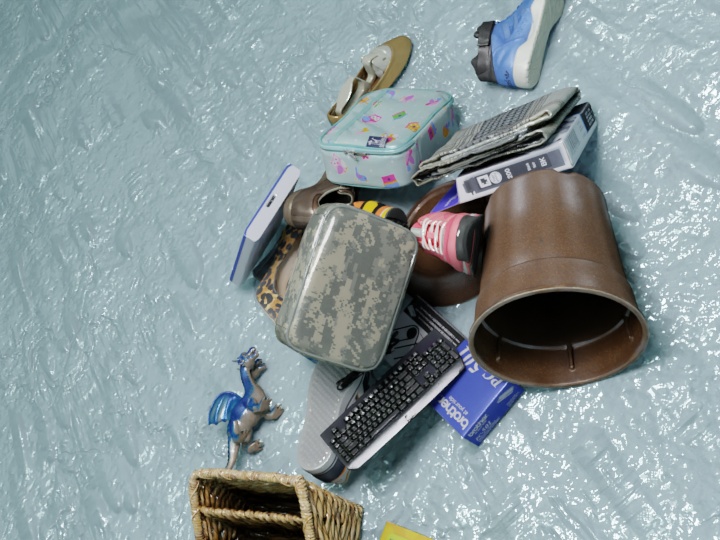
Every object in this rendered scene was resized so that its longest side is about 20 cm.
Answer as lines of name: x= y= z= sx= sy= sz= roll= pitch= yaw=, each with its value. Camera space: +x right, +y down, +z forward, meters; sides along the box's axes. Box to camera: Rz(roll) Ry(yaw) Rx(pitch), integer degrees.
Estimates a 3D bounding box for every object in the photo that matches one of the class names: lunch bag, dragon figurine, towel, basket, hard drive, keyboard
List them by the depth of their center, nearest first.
basket: x=-0.121 y=0.339 z=1.195 sx=0.199 sy=0.149 sz=0.144 roll=-3 pitch=63 yaw=34
keyboard: x=0.028 y=0.147 z=1.196 sx=0.200 sy=0.021 sz=0.127 roll=-42 pitch=47 yaw=-7
lunch bag: x=-0.027 y=0.016 z=1.201 sx=0.168 sy=0.139 sz=0.201 roll=-173 pitch=101 yaw=-72
towel: x=0.175 y=-0.178 z=1.217 sx=0.192 sy=0.035 sz=0.200 roll=-16 pitch=17 yaw=30
lunch bag: x=0.037 y=-0.195 z=1.371 sx=0.160 sy=0.077 sz=0.200 roll=12 pitch=40 yaw=30
dragon figurine: x=-0.179 y=0.212 z=1.371 sx=0.099 sy=0.059 sz=0.201 roll=21 pitch=78 yaw=42
hard drive: x=-0.146 y=-0.064 z=1.425 sx=0.132 sy=0.025 sz=0.200 roll=-60 pitch=2 yaw=-23

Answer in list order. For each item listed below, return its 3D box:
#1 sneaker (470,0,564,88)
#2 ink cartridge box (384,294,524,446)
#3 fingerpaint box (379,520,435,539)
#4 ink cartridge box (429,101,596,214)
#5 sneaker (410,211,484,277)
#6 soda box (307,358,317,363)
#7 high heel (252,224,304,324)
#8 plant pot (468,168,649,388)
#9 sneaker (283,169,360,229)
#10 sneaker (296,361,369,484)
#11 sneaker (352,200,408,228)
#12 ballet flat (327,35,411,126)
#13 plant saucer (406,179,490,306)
sneaker: x=0.225 y=-0.364 z=1.391 sx=0.111 sy=0.077 sz=0.201 roll=12 pitch=79 yaw=30
ink cartridge box: x=0.110 y=0.125 z=1.218 sx=0.094 sy=0.044 sz=0.200 roll=-51 pitch=47 yaw=3
fingerpaint box: x=0.093 y=0.395 z=1.055 sx=0.199 sy=0.073 sz=0.168 roll=9 pitch=70 yaw=40
ink cartridge box: x=0.196 y=-0.149 z=1.237 sx=0.199 sy=0.044 sz=0.198 roll=-18 pitch=15 yaw=28
sneaker: x=0.102 y=-0.036 z=1.147 sx=0.086 sy=0.200 sz=0.074 roll=8 pitch=93 yaw=5
soda box: x=-0.045 y=0.028 z=1.372 sx=0.064 sy=0.068 sz=0.201 roll=-10 pitch=59 yaw=32
high heel: x=-0.090 y=0.003 z=1.415 sx=0.143 sy=0.071 sz=0.200 roll=-47 pitch=38 yaw=13
plant pot: x=0.223 y=0.002 z=1.115 sx=0.199 sy=0.200 sz=0.199 roll=-20 pitch=48 yaw=26
sneaker: x=-0.029 y=-0.111 z=1.400 sx=0.075 sy=0.071 sz=0.200 roll=12 pitch=36 yaw=31
sneaker: x=-0.027 y=0.187 z=1.264 sx=0.078 sy=0.079 sz=0.201 roll=-3 pitch=56 yaw=33
sneaker: x=0.000 y=0.000 z=1.330 sx=0.090 sy=0.070 sz=0.201 roll=23 pitch=101 yaw=39
ballet flat: x=0.014 y=-0.306 z=1.524 sx=0.068 sy=0.063 sz=0.201 roll=24 pitch=81 yaw=42
plant saucer: x=0.124 y=-0.049 z=1.314 sx=0.199 sy=0.037 sz=0.202 roll=-19 pitch=55 yaw=28
